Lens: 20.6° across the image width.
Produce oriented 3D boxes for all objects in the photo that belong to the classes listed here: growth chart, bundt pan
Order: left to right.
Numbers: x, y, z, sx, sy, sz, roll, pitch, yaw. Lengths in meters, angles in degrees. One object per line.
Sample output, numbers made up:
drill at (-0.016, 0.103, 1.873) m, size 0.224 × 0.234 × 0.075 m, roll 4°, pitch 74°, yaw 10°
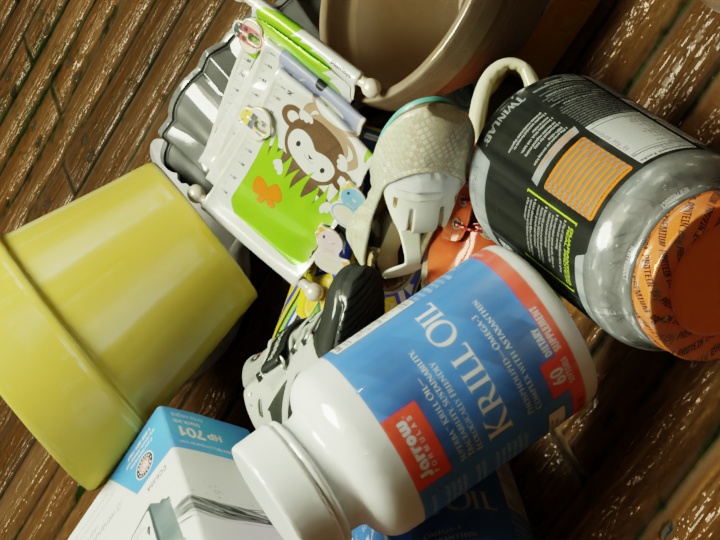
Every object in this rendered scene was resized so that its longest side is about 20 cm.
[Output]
growth chart at (-0.050, -0.083, 1.367) m, size 0.144 × 0.018 × 0.201 m, roll 33°, pitch 130°, yaw 17°
bundt pan at (-0.048, -0.114, 1.478) m, size 0.076 × 0.201 × 0.202 m, roll 49°, pitch 119°, yaw 24°

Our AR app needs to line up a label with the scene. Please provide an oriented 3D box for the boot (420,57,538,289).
boot at (0.082, -0.040, 1.296) m, size 0.107 × 0.074 × 0.202 m, roll 82°, pitch -162°, yaw -78°

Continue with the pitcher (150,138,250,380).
pitcher at (-0.125, -0.020, 1.616) m, size 0.171 × 0.121 × 0.201 m, roll -16°, pitch 49°, yaw 40°

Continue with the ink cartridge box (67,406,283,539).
ink cartridge box at (-0.120, 0.218, 1.375) m, size 0.147 × 0.085 × 0.201 m, roll -55°, pitch 34°, yaw 23°

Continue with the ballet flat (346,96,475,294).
ballet flat at (0.036, -0.041, 1.268) m, size 0.200 × 0.067 × 0.063 m, roll 111°, pitch 151°, yaw -66°

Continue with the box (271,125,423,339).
box at (0.000, 0.000, 1.443) m, size 0.064 × 0.070 × 0.202 m, roll 22°, pitch 94°, yaw 53°

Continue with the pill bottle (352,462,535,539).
pill bottle at (0.048, 0.156, 1.254) m, size 0.112 × 0.112 × 0.201 m, roll -51°, pitch 38°, yaw 29°

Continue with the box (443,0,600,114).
box at (0.107, -0.185, 1.406) m, size 0.201 × 0.041 × 0.119 m, roll -57°, pitch 35°, yaw 26°

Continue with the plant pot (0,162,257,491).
plant pot at (-0.187, 0.027, 1.463) m, size 0.188 × 0.201 × 0.201 m, roll -39°, pitch 35°, yaw -4°

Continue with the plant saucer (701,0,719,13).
plant saucer at (0.254, -0.256, 1.222) m, size 0.200 × 0.036 × 0.202 m, roll -31°, pitch 50°, yaw 47°

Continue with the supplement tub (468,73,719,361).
supplement tub at (0.158, -0.031, 1.172) m, size 0.123 × 0.122 × 0.200 m, roll -64°, pitch 33°, yaw 12°

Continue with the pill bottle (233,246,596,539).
pill bottle at (0.030, 0.083, 1.160) m, size 0.199 × 0.113 × 0.112 m, roll -35°, pitch 32°, yaw -12°

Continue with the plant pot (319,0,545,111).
plant pot at (0.065, -0.199, 1.355) m, size 0.200 × 0.092 × 0.203 m, roll -32°, pitch 50°, yaw 47°

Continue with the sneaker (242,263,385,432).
sneaker at (-0.041, 0.069, 1.343) m, size 0.074 × 0.088 × 0.201 m, roll -44°, pitch -24°, yaw -48°
